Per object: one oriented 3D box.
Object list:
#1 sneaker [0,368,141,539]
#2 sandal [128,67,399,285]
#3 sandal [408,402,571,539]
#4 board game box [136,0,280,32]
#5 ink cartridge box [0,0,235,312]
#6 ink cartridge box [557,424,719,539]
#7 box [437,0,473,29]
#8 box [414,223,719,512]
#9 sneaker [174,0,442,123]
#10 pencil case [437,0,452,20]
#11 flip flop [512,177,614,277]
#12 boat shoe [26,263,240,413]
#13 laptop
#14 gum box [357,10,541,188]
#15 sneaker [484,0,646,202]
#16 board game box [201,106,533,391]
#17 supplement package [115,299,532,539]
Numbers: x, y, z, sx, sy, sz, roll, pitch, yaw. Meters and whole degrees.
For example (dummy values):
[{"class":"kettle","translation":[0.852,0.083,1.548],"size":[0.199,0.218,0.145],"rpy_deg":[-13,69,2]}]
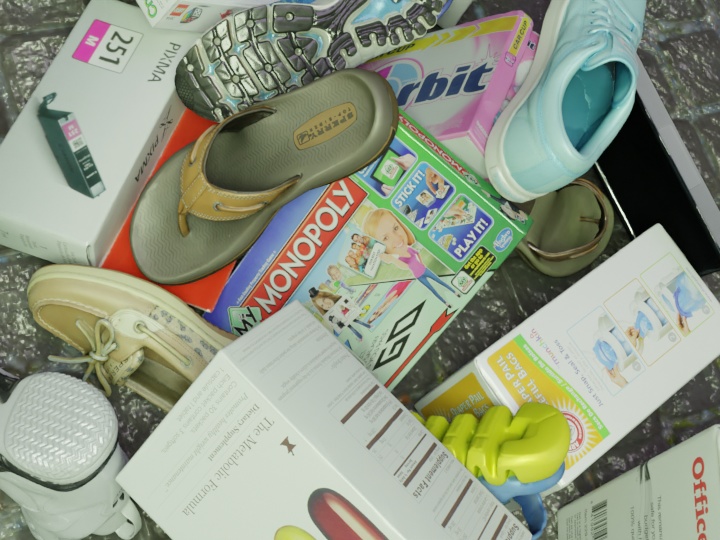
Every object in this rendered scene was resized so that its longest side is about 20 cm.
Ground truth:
[{"class":"sneaker","translation":[-0.217,0.102,0.758],"size":[0.198,0.116,0.075],"rpy_deg":[17,53,27]},{"class":"sandal","translation":[-0.068,-0.060,0.768],"size":[0.054,0.198,0.083],"rpy_deg":[5,61,-67]},{"class":"sandal","translation":[0.041,0.136,0.800],"size":[0.080,0.198,0.088],"rpy_deg":[-48,131,-50]},{"class":"board game box","translation":[-0.111,-0.234,0.925],"size":[0.199,0.035,0.127],"rpy_deg":[-12,67,-58]},{"class":"ink cartridge box","translation":[-0.145,-0.085,0.863],"size":[0.171,0.044,0.202],"rpy_deg":[17,59,9]},{"class":"ink cartridge box","translation":[0.210,0.202,0.802],"size":[0.083,0.200,0.148],"rpy_deg":[11,62,-17]},{"class":"box","translation":[0.062,-0.349,1.007],"size":[0.198,0.200,0.172],"rpy_deg":[32,56,-5]},{"class":"box","translation":[0.153,0.072,0.893],"size":[0.199,0.113,0.102],"rpy_deg":[-32,82,-30]},{"class":"sneaker","translation":[-0.039,-0.158,0.886],"size":[0.198,0.090,0.079],"rpy_deg":[-25,102,-15]},{"class":"pencil case","translation":[-0.017,-0.251,0.962],"size":[0.200,0.078,0.087],"rpy_deg":[41,44,-21]},{"class":"flip flop","translation":[0.150,-0.041,0.926],"size":[0.057,0.199,0.082],"rpy_deg":[12,85,30]},{"class":"boat shoe","translation":[-0.127,0.060,0.811],"size":[0.198,0.073,0.063],"rpy_deg":[26,56,-9]},{"class":"laptop","translation":[0.241,-0.096,0.968],"size":[0.199,0.115,0.189],"rpy_deg":[-25,87,-43]},{"class":"gum box","translation":[0.039,-0.103,0.880],"size":[0.066,0.198,0.114],"rpy_deg":[47,53,-34]},{"class":"sneaker","translation":[0.154,-0.128,0.797],"size":[0.074,0.082,0.202],"rpy_deg":[38,63,-25]},{"class":"board game box","translation":[0.000,0.000,0.825],"size":[0.134,0.201,0.029],"rpy_deg":[39,27,0]},{"class":"supplement package","translation":[-0.017,0.135,0.715],"size":[0.200,0.114,0.109],"rpy_deg":[44,24,5]}]
